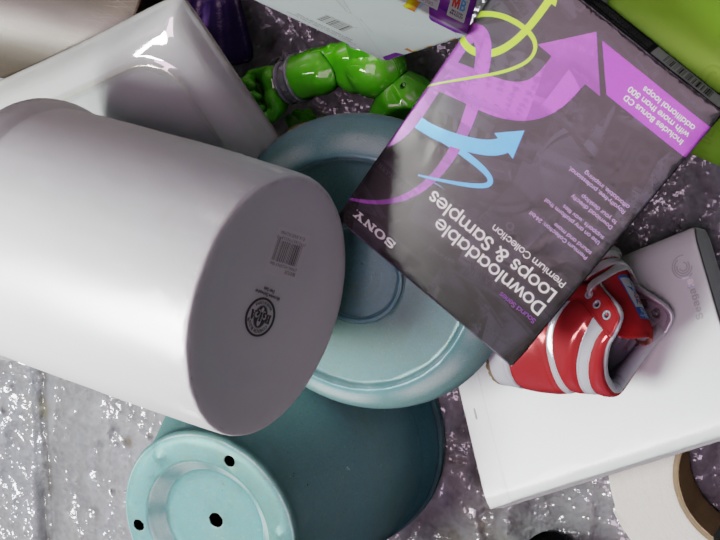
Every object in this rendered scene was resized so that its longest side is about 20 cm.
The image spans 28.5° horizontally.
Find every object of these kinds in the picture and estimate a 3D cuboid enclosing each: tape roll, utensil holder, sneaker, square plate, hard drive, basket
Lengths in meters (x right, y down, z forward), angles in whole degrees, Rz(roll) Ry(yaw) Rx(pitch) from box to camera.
[{"bbox_3d":[0.264,0.134,0.942,0.201,0.037,0.204,8,110,23],"label":"tape roll"},{"bbox_3d":[-0.133,-0.002,0.863,0.199,0.170,0.171,17,113,30],"label":"utensil holder"},{"bbox_3d":[0.144,-0.017,0.904,0.112,0.071,0.202,10,98,43],"label":"sneaker"},{"bbox_3d":[-0.142,-0.069,0.977,0.197,0.029,0.201,-17,120,33],"label":"square plate"},{"bbox_3d":[0.156,0.069,0.946,0.199,0.026,0.133,-25,70,34],"label":"hard drive"},{"bbox_3d":[-0.234,-0.199,1.015,0.199,0.181,0.137,19,132,10],"label":"basket"}]

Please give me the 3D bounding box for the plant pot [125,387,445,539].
[{"bbox_3d":[-0.065,0.145,1.019,0.199,0.188,0.202,8,110,24],"label":"plant pot"}]

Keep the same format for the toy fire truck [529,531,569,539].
[{"bbox_3d":[0.121,0.312,1.035,0.176,0.128,0.201,-32,81,31],"label":"toy fire truck"}]

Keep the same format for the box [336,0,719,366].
[{"bbox_3d":[0.094,-0.062,0.823,0.143,0.036,0.200,39,118,8],"label":"box"}]

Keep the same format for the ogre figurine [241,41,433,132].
[{"bbox_3d":[0.019,-0.080,0.960,0.120,0.098,0.201,-36,79,41],"label":"ogre figurine"}]

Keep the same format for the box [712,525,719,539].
[{"bbox_3d":[0.335,0.145,0.842,0.163,0.086,0.201,33,106,-2],"label":"box"}]

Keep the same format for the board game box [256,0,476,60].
[{"bbox_3d":[0.023,-0.242,0.830,0.103,0.104,0.201,-2,70,62],"label":"board game box"}]

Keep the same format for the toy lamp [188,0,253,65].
[{"bbox_3d":[-0.105,-0.102,1.035,0.058,0.058,0.202,8,109,24],"label":"toy lamp"}]

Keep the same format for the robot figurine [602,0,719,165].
[{"bbox_3d":[0.188,-0.138,0.845,0.199,0.116,0.176,27,124,16],"label":"robot figurine"}]

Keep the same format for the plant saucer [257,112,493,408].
[{"bbox_3d":[0.000,0.000,0.915,0.199,0.027,0.202,6,109,18],"label":"plant saucer"}]
